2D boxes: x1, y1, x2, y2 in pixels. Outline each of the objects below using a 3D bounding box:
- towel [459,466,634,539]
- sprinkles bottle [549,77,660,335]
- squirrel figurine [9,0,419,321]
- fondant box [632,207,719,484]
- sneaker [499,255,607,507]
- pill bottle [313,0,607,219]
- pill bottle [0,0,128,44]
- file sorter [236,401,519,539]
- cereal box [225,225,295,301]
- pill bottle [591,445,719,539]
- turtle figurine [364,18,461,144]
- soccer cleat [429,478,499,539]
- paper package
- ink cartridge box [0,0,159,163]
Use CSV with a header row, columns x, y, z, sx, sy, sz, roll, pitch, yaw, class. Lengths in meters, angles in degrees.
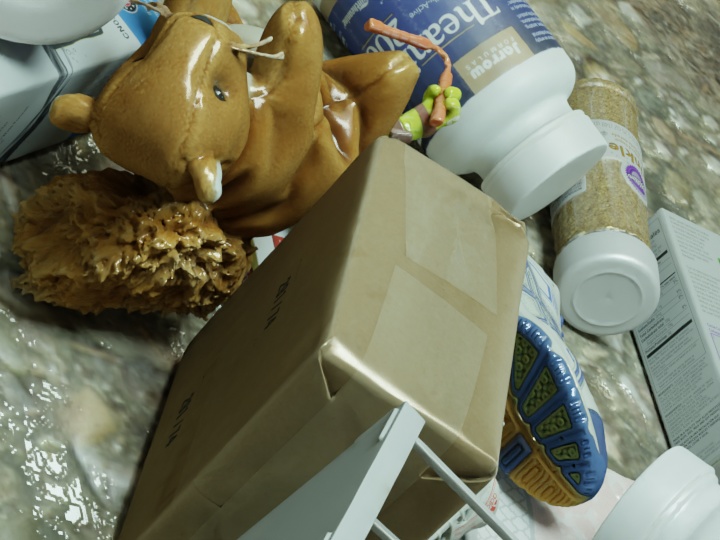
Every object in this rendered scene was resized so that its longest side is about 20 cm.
x,y,z,sx,sy,sz,roll,pitch,yaw,class
0.116,0.172,1.502,0.191,0.032,0.200,28,36,-30,towel
0.157,-0.045,1.773,0.068,0.068,0.200,32,33,-23,sprinkles bottle
-0.087,-0.053,1.337,0.141,0.200,0.187,31,13,7,squirrel figurine
0.255,0.068,1.773,0.144,0.058,0.200,23,39,-35,fondant box
0.094,0.038,1.514,0.088,0.075,0.200,-7,64,-52,sneaker
0.067,-0.133,1.719,0.200,0.111,0.111,53,31,11,pill bottle
-0.153,-0.212,1.364,0.114,0.114,0.200,35,31,-19,pill bottle
-0.022,0.183,1.147,0.125,0.200,0.139,44,30,-8,file sorter
0.000,0.000,1.548,0.200,0.040,0.144,21,40,-37,cereal box
0.222,0.190,1.435,0.200,0.116,0.116,38,27,19,pill bottle
-0.022,-0.047,1.476,0.199,0.064,0.162,-14,65,-24,turtle figurine
0.031,0.125,1.400,0.085,0.069,0.200,28,36,-11,soccer cleat
-0.017,0.065,1.300,0.103,0.191,0.200,35,31,-14,paper package
-0.209,-0.134,1.399,0.145,0.084,0.200,51,31,7,ink cartridge box
